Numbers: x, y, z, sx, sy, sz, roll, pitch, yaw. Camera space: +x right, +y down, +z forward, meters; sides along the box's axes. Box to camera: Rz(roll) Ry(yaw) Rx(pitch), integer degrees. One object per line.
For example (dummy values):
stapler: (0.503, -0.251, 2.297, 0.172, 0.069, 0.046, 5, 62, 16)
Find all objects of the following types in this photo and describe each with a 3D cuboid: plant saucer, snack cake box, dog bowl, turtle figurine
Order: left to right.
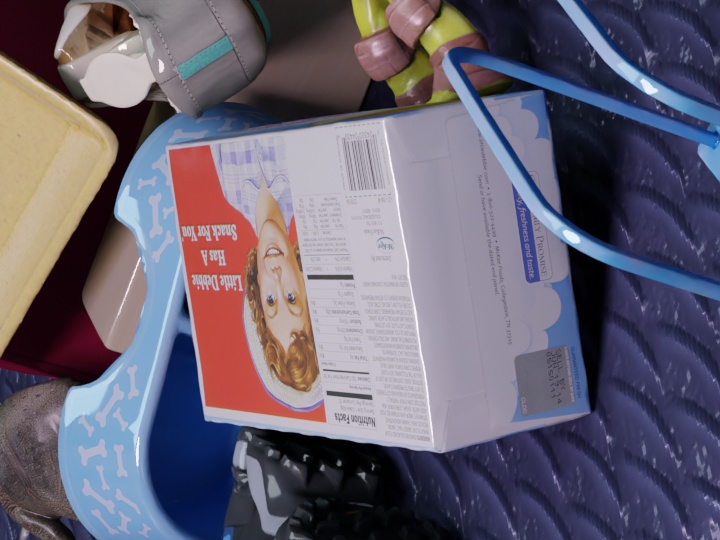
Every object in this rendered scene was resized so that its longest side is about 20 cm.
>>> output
plant saucer: (-0.224, -0.048, 1.061, 0.201, 0.199, 0.049, -55, 1, 30)
dog bowl: (-0.057, 0.028, 0.996, 0.049, 0.111, 0.202, 7, 81, 53)
turtle figurine: (-0.004, -0.126, 0.938, 0.200, 0.064, 0.162, -34, 82, 55)
snack cake box: (0.000, 0.000, 0.875, 0.200, 0.067, 0.116, 1, 102, 63)

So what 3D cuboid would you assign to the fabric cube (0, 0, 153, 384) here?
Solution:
fabric cube: (-0.202, -0.051, 1.250, 0.200, 0.198, 0.198, 1, 75, 66)

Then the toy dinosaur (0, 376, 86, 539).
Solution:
toy dinosaur: (-0.145, 0.092, 1.139, 0.077, 0.102, 0.200, -55, 13, -28)

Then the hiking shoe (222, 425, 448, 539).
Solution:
hiking shoe: (-0.010, 0.127, 0.885, 0.200, 0.074, 0.087, -124, 45, -72)

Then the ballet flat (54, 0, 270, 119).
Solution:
ballet flat: (-0.101, -0.098, 1.014, 0.064, 0.068, 0.200, -39, 18, -16)

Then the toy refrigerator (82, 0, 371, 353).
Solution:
toy refrigerator: (-0.057, -0.057, 1.084, 0.201, 0.075, 0.070, -68, 24, 15)

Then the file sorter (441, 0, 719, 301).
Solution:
file sorter: (0.125, -0.100, 0.650, 0.201, 0.122, 0.139, -64, 25, 22)
